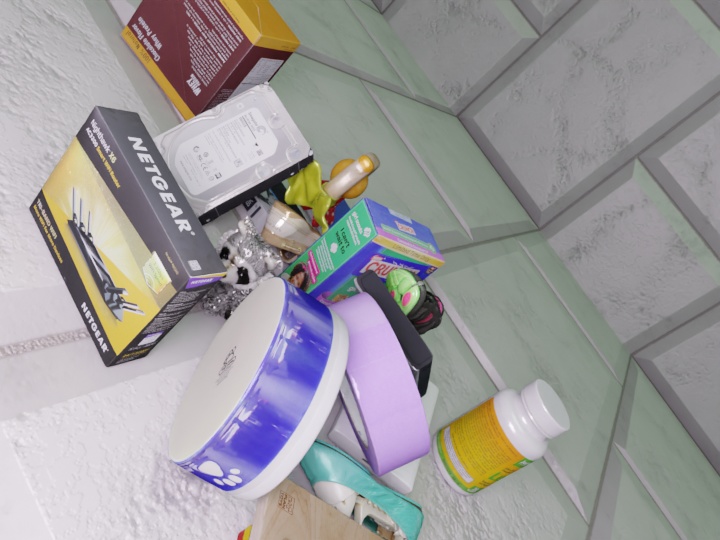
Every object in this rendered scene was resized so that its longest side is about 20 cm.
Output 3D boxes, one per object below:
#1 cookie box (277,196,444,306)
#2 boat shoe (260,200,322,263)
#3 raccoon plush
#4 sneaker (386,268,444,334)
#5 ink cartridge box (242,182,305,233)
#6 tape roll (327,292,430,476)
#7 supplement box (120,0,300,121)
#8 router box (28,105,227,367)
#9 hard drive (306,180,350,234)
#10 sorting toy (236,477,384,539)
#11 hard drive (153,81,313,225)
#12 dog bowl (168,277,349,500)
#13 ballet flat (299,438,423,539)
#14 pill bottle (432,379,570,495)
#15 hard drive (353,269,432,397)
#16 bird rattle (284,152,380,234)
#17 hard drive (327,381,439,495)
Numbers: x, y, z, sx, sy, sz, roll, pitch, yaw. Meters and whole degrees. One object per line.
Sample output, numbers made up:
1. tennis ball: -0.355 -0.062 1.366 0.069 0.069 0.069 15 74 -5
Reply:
1. cookie box: 0.000 0.000 0.859 0.170 0.199 0.076 17 41 -47
2. boat shoe: -0.103 -0.045 0.897 0.073 0.070 0.200 34 -3 23
3. raccoon plush: -0.146 -0.030 0.739 0.096 0.134 0.201 39 29 -18
4. sneaker: 0.081 0.046 0.833 0.200 0.082 0.078 80 0 -71
5. ink cartridge box: -0.178 -0.150 0.950 0.201 0.039 0.099 55 27 9
6. tape roll: 0.010 0.132 0.672 0.200 0.065 0.203 160 -89 -80
7. supplement box: -0.249 -0.387 0.951 0.198 0.199 0.133 52 27 3
8. router box: -0.239 -0.032 0.572 0.202 0.157 0.052 56 27 13
9. hard drive: -0.042 -0.088 1.099 0.202 0.025 0.131 58 27 12
10. sorting toy: -0.043 0.331 0.522 0.198 0.069 0.201 40 28 -21
11. hard drive: -0.183 -0.168 0.811 0.141 0.198 0.038 57 -13 12
12. dog bowl: -0.101 0.110 0.562 0.078 0.200 0.202 35 30 -22
13. ballet flat: -0.002 0.273 0.669 0.199 0.067 0.071 39 43 -19
14. pill bottle: 0.217 0.254 0.881 0.110 0.199 0.112 36 30 -25
15. hard drive: 0.046 0.096 0.779 0.140 0.033 0.201 55 -10 22
16. bird rattle: -0.033 -0.128 0.923 0.114 0.162 0.200 57 10 4
17. hard drive: 0.040 0.203 0.823 0.131 0.027 0.201 38 34 -4
